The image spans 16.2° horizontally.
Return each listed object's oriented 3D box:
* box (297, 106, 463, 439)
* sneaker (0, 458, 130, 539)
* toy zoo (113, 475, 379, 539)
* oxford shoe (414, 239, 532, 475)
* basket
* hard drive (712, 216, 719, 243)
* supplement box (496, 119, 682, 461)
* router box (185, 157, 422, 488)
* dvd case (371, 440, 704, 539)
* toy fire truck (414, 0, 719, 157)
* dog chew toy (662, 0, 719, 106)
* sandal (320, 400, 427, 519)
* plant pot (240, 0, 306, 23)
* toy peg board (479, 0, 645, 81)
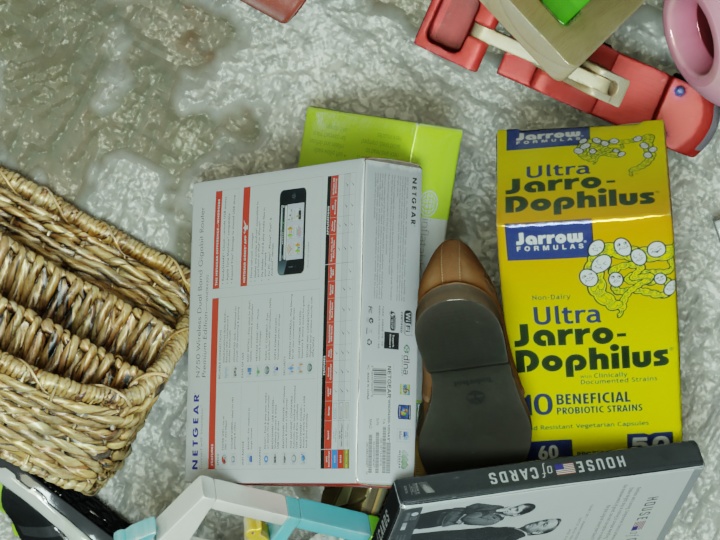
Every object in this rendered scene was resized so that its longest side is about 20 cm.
[{"bbox_3d":[0.000,0.000,1.645,0.047,0.122,0.201,7,93,-39],"label":"box"},{"bbox_3d":[-0.206,0.190,1.709,0.200,0.072,0.083,40,99,0],"label":"sneaker"},{"bbox_3d":[-0.069,0.194,1.649,0.199,0.021,0.131,15,130,-24],"label":"toy zoo"},{"bbox_3d":[0.069,0.063,1.564,0.071,0.072,0.201,-2,135,2],"label":"oxford shoe"},{"bbox_3d":[-0.218,0.034,1.659,0.199,0.143,0.150,30,98,1],"label":"basket"},{"bbox_3d":[0.347,-0.002,1.664,0.199,0.027,0.133,-18,94,6],"label":"hard drive"},{"bbox_3d":[0.145,0.019,1.601,0.108,0.110,0.201,-4,125,6],"label":"supplement box"},{"bbox_3d":[-0.038,0.036,1.610,0.049,0.179,0.202,6,83,-39],"label":"router box"},{"bbox_3d":[0.105,0.163,1.606,0.199,0.151,0.025,-7,59,-15],"label":"dvd case"},{"bbox_3d":[0.136,-0.127,1.612,0.199,0.141,0.049,24,97,3],"label":"toy fire truck"},{"bbox_3d":[0.292,-0.173,1.599,0.199,0.124,0.125,-17,94,-21],"label":"dog chew toy"},{"bbox_3d":[0.030,0.107,1.686,0.054,0.080,0.201,23,93,-19],"label":"sandal"},{"bbox_3d":[-0.087,-0.270,1.603,0.195,0.201,0.201,33,98,-7],"label":"plant pot"},{"bbox_3d":[0.126,-0.256,1.563,0.199,0.200,0.098,47,135,-1],"label":"toy peg board"}]
